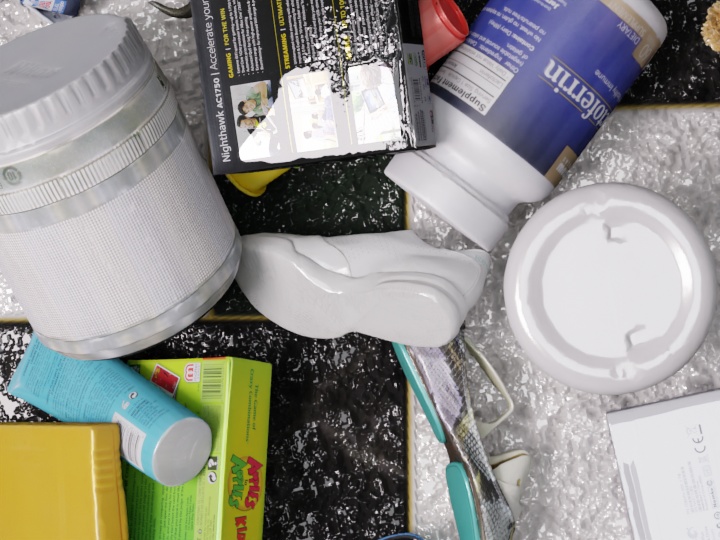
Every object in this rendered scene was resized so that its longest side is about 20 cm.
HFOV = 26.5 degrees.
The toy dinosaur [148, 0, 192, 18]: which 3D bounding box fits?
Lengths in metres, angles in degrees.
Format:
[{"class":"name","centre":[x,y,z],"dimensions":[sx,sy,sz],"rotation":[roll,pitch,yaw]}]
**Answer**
[{"class":"toy dinosaur","centre":[-0.057,-0.219,1.091],"dimensions":[0.199,0.102,0.077],"rotation":[3,89,6]}]

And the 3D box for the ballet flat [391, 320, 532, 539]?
[{"class":"ballet flat","centre":[0.084,0.124,1.085],"dimensions":[0.072,0.072,0.201],"rotation":[-19,88,6]}]

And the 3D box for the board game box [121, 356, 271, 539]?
[{"class":"board game box","centre":[-0.120,0.164,1.081],"dimensions":[0.101,0.048,0.201],"rotation":[-4,78,36]}]

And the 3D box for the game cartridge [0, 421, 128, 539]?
[{"class":"game cartridge","centre":[-0.220,0.208,1.084],"dimensions":[0.176,0.032,0.201],"rotation":[-5,87,47]}]

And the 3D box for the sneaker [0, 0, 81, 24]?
[{"class":"sneaker","centre":[-0.275,-0.209,1.106],"dimensions":[0.200,0.070,0.109],"rotation":[-37,88,-23]}]

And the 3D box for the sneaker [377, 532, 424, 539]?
[{"class":"sneaker","centre":[-0.027,0.261,1.084],"dimensions":[0.199,0.083,0.071],"rotation":[-34,85,4]}]

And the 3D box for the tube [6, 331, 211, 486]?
[{"class":"tube","centre":[-0.186,0.089,1.088],"dimensions":[0.200,0.050,0.078],"rotation":[27,90,40]}]

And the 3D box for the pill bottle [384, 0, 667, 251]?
[{"class":"pill bottle","centre":[0.111,-0.120,1.062],"dimensions":[0.116,0.116,0.200],"rotation":[37,94,6]}]

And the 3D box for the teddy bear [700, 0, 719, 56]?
[{"class":"teddy bear","centre":[0.331,-0.196,1.069],"dimensions":[0.145,0.067,0.201],"rotation":[30,91,-11]}]

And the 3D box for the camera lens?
[{"class":"camera lens","centre":[-0.183,-0.052,1.042],"dimensions":[0.159,0.160,0.201],"rotation":[-20,120,6]}]

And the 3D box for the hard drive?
[{"class":"hard drive","centre":[0.286,0.145,1.079],"dimensions":[0.199,0.025,0.133],"rotation":[-13,87,6]}]

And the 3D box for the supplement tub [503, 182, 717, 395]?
[{"class":"supplement tub","centre":[0.160,0.013,1.010],"dimensions":[0.131,0.200,0.133],"rotation":[0,89,7]}]

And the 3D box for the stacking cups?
[{"class":"stacking cups","centre":[-0.014,-0.129,1.076],"dimensions":[0.200,0.060,0.061],"rotation":[-33,85,22]}]

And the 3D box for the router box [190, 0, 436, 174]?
[{"class":"router box","centre":[-0.037,-0.171,1.017],"dimensions":[0.148,0.051,0.201],"rotation":[-6,94,20]}]

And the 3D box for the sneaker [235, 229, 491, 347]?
[{"class":"sneaker","centre":[0.000,0.000,1.094],"dimensions":[0.199,0.089,0.076],"rotation":[12,134,30]}]
